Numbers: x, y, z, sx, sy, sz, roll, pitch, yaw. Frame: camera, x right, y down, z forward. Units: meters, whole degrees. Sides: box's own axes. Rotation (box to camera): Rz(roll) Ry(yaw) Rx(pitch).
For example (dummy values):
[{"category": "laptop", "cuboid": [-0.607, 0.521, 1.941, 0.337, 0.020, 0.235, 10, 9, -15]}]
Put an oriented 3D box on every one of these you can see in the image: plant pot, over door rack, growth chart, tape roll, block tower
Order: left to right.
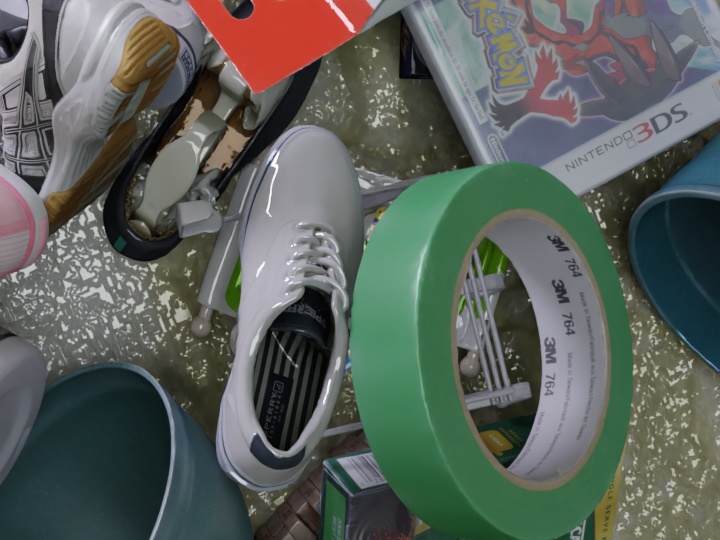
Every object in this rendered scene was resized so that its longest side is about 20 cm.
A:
[{"category": "plant pot", "cuboid": [-0.136, 0.173, 0.763, 0.201, 0.200, 0.134, -50, 126, -4]}, {"category": "block tower", "cuboid": [-0.025, 0.167, 0.841, 0.200, 0.058, 0.054, -46, 101, -7]}, {"category": "over door rack", "cuboid": [-0.008, 0.024, 0.786, 0.198, 0.067, 0.150, -9, 79, -25]}, {"category": "growth chart", "cuboid": [0.000, 0.000, 0.852, 0.197, 0.018, 0.147, 11, 91, -10]}, {"category": "tape roll", "cuboid": [0.077, 0.044, 0.732, 0.199, 0.048, 0.203, 9, 78, -47]}, {"category": "plant pot", "cuboid": [0.299, -0.037, 0.828, 0.200, 0.200, 0.188, 46, 71, -11]}]

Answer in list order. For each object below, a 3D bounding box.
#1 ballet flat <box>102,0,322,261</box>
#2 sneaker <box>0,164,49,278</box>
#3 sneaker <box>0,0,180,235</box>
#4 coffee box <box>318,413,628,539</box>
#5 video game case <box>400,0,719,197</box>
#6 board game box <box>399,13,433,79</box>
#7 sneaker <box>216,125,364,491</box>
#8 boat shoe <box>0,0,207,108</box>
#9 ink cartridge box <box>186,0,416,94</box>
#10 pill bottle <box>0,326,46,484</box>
[{"category": "ballet flat", "cuboid": [-0.083, -0.091, 0.801, 0.073, 0.073, 0.201, 37, 87, -12]}, {"category": "sneaker", "cuboid": [-0.272, -0.049, 0.713, 0.199, 0.105, 0.076, 28, 116, 13]}, {"category": "sneaker", "cuboid": [-0.169, -0.091, 0.745, 0.087, 0.200, 0.076, 41, 44, 0]}, {"category": "coffee box", "cuboid": [0.068, 0.157, 0.820, 0.198, 0.044, 0.125, -7, 114, -28]}, {"category": "video game case", "cuboid": [0.125, -0.154, 0.818, 0.181, 0.023, 0.202, -28, 94, -10]}, {"category": "board game box", "cuboid": [0.125, -0.187, 0.853, 0.197, 0.035, 0.137, 0, 94, -11]}, {"category": "sneaker", "cuboid": [-0.028, 0.014, 0.704, 0.072, 0.071, 0.203, 12, 71, -20]}, {"category": "boat shoe", "cuboid": [-0.186, -0.147, 0.781, 0.198, 0.074, 0.066, 18, 47, 2]}, {"category": "ink cartridge box", "cuboid": [-0.016, -0.214, 0.769, 0.199, 0.057, 0.163, -30, 65, -15]}, {"category": "pill bottle", "cuboid": [-0.282, 0.049, 0.735, 0.198, 0.111, 0.112, 25, 89, 8]}]
